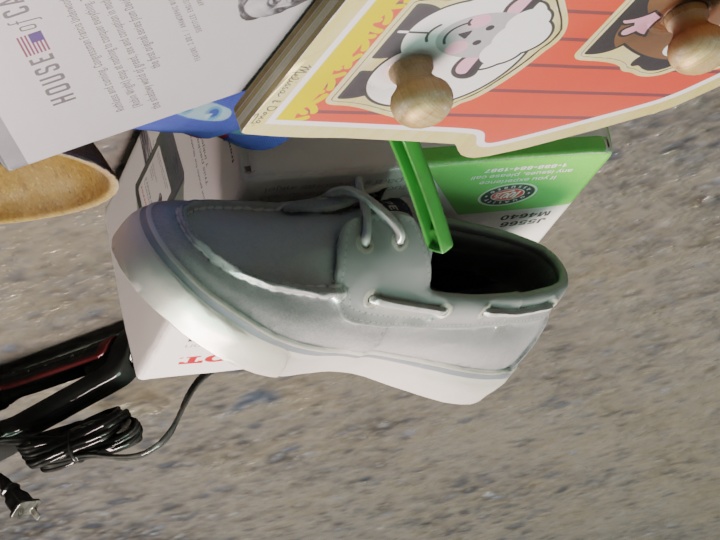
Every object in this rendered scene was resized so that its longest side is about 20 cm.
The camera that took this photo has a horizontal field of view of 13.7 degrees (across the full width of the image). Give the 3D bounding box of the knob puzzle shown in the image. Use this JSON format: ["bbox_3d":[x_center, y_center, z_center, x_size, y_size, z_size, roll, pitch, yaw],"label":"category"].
[{"bbox_3d":[0.086,-0.082,0.904,0.219,0.031,0.220,-15,155,-7],"label":"knob puzzle"}]

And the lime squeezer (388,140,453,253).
[{"bbox_3d":[-0.022,-0.078,0.959,0.038,0.071,0.200,-8,149,44],"label":"lime squeezer"}]

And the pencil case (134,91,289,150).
[{"bbox_3d":[-0.094,-0.091,0.970,0.200,0.078,0.087,6,127,-42],"label":"pencil case"}]

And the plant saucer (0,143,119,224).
[{"bbox_3d":[-0.184,-0.048,1.044,0.199,0.036,0.200,0,171,0],"label":"plant saucer"}]

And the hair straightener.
[{"bbox_3d":[-0.151,0.082,1.417,0.199,0.077,0.041,-18,158,15],"label":"hair straightener"}]

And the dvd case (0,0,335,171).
[{"bbox_3d":[-0.029,-0.099,0.854,0.199,0.025,0.150,-18,155,1],"label":"dvd case"}]

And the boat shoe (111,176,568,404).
[{"bbox_3d":[0.000,0.000,1.060,0.200,0.072,0.069,19,122,-42],"label":"boat shoe"}]

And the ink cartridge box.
[{"bbox_3d":[-0.007,-0.035,1.168,0.145,0.084,0.200,-5,159,-18],"label":"ink cartridge box"}]
